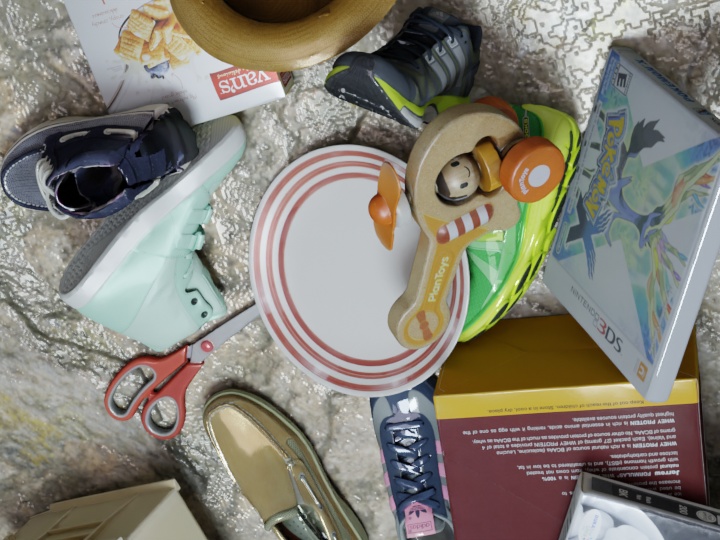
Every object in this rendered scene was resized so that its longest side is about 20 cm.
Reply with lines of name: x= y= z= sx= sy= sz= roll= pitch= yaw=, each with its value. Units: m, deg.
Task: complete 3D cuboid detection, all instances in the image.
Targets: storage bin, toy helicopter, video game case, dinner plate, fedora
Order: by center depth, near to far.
fedora: x=-0.041 y=-0.219 z=1.218 sx=0.200 sy=0.082 sz=0.201 roll=-5 pitch=67 yaw=11
toy helicopter: x=0.054 y=-0.028 z=1.224 sx=0.132 sy=0.079 sz=0.201 roll=-4 pitch=125 yaw=-32
video game case: x=0.201 y=-0.037 z=1.232 sx=0.022 sy=0.182 sz=0.201 roll=3 pitch=117 yaw=-23
dinner plate: x=0.000 y=0.000 z=1.336 sx=0.200 sy=0.024 sz=0.201 roll=6 pitch=103 yaw=28
storage bin: x=-0.198 y=0.296 z=1.458 sx=0.198 sy=0.094 sz=0.200 roll=-16 pitch=111 yaw=39

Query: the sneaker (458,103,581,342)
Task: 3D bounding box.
sneaker: x=0.106 y=-0.039 z=1.309 sx=0.083 sy=0.074 sz=0.201 roll=27 pitch=114 yaw=18

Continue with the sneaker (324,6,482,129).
sneaker: x=0.035 y=-0.149 z=1.209 sx=0.074 sy=0.200 sz=0.081 roll=23 pitch=102 yaw=15

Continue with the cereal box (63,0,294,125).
cereal box: x=-0.150 y=-0.207 z=1.291 sx=0.143 sy=0.040 sz=0.201 roll=-15 pitch=109 yaw=16

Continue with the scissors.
scissors: x=-0.141 y=0.065 z=1.420 sx=0.073 sy=0.014 sz=0.200 roll=37 pitch=116 yaw=-5

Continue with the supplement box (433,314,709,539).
supplement box: x=0.172 y=0.152 z=1.336 sx=0.197 sy=0.133 sz=0.201 roll=-5 pitch=112 yaw=12

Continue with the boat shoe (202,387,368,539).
boat shoe: x=-0.063 y=0.187 z=1.424 sx=0.072 sy=0.076 sz=0.200 roll=-36 pitch=102 yaw=22

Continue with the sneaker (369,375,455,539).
sneaker: x=0.052 y=0.173 z=1.395 sx=0.070 sy=0.082 sz=0.201 roll=-13 pitch=110 yaw=16

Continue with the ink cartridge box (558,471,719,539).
ink cartridge box: x=0.234 y=0.263 z=1.277 sx=0.199 sy=0.043 sz=0.199 roll=14 pitch=116 yaw=2

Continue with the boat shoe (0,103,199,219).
boat shoe: x=-0.225 y=-0.074 z=1.305 sx=0.200 sy=0.093 sz=0.075 roll=-15 pitch=108 yaw=37

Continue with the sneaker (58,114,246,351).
sneaker: x=-0.135 y=-0.026 z=1.359 sx=0.118 sy=0.074 sz=0.200 roll=36 pitch=102 yaw=-30
